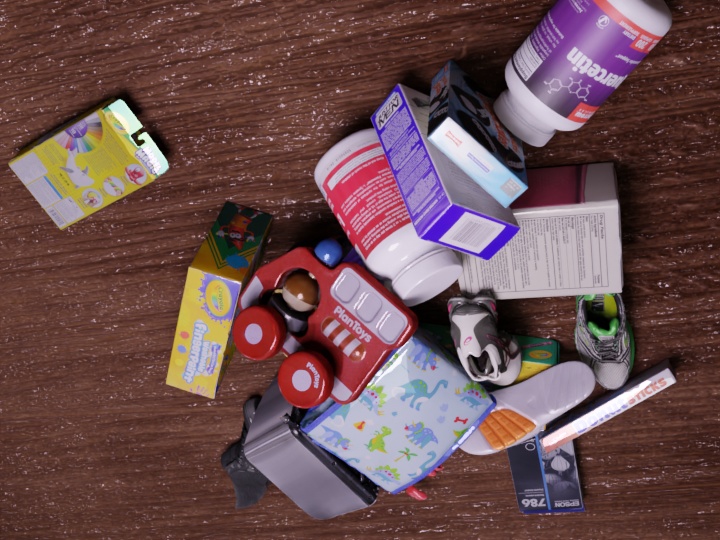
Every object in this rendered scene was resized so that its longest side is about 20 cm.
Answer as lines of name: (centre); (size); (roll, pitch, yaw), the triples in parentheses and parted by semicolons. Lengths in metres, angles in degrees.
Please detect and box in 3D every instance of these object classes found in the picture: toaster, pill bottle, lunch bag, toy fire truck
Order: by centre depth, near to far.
pill bottle: (0.237, -0.234, 1.089); (0.112, 0.113, 0.200); (32, 123, -10)
toy fire truck: (-0.045, 0.057, 1.175); (0.200, 0.112, 0.168); (42, 107, 20)
pill bottle: (0.036, -0.062, 1.185); (0.112, 0.112, 0.200); (-43, 67, 31)
lunch bag: (0.045, 0.177, 1.290); (0.170, 0.127, 0.200); (38, 97, -18)
toaster: (-0.056, 0.226, 1.404); (0.118, 0.181, 0.200); (-32, 113, 32)

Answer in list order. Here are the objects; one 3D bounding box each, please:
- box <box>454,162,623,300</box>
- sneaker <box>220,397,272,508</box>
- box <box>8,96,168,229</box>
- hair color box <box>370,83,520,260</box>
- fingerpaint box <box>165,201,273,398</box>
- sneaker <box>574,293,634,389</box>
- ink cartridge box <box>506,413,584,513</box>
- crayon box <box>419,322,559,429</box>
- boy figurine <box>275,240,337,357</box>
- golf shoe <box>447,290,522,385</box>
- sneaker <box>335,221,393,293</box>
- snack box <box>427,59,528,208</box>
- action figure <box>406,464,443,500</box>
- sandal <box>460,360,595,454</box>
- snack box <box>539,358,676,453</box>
box: (0.217, -0.048, 1.217); (0.199, 0.109, 0.128); (-3, 122, 13)
sneaker: (-0.177, 0.286, 1.543); (0.104, 0.060, 0.200); (-11, 123, 12)
box: (-0.352, -0.145, 1.304); (0.199, 0.048, 0.118); (-22, 116, 26)
hair color box: (0.093, -0.113, 1.129); (0.109, 0.201, 0.065); (16, 132, -36)
fingerpaint box: (-0.189, 0.038, 1.319); (0.073, 0.167, 0.201); (17, 125, -1)
sneaker: (0.314, 0.079, 1.296); (0.078, 0.085, 0.201); (-10, 121, 17)
ink cartridge box: (0.277, 0.303, 1.478); (0.099, 0.039, 0.201); (-8, 122, 15)
crayon box: (0.170, 0.148, 1.385); (0.199, 0.058, 0.119); (7, 124, 7)
boy figurine: (-0.078, 0.046, 1.351); (0.124, 0.064, 0.200); (38, 144, 20)
golf shoe: (0.154, 0.109, 1.252); (0.077, 0.088, 0.200); (-10, 145, 20)
sneaker: (0.000, 0.000, 1.320); (0.099, 0.070, 0.201); (7, 118, 12)
snack box: (0.130, -0.158, 1.106); (0.116, 0.200, 0.037); (39, 115, -15)
action figure: (0.101, 0.267, 1.436); (0.099, 0.065, 0.200); (8, 143, 23)
sandal: (0.222, 0.191, 1.324); (0.206, 0.079, 0.059); (-26, 150, 10)
snack box: (0.336, 0.184, 1.348); (0.200, 0.072, 0.024); (-34, 86, 18)
